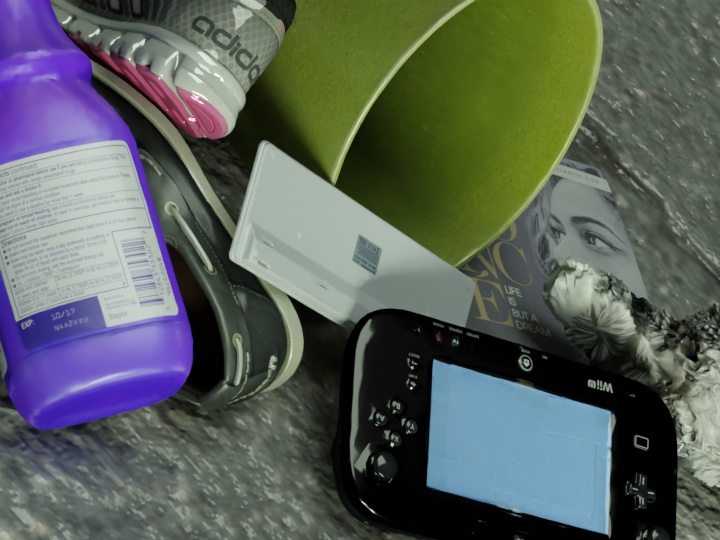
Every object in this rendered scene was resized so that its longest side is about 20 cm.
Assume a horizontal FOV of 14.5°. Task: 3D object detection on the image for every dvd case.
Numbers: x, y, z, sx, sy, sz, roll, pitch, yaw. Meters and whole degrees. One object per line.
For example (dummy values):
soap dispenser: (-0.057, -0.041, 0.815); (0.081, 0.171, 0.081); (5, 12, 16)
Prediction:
dvd case: (0.096, 0.004, 1.505); (0.148, 0.016, 0.201); (16, 41, -32)

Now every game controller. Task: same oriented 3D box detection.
game controller: (0.072, 0.086, 1.342); (0.199, 0.042, 0.105); (17, 74, -32)

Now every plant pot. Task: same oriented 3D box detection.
plant pot: (-0.013, -0.119, 1.417); (0.200, 0.188, 0.187); (40, 30, 30)

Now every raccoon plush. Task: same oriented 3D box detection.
raccoon plush: (0.196, 0.035, 1.484); (0.200, 0.097, 0.134); (46, 20, -6)

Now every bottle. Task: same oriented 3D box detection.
bottle: (-0.135, -0.035, 1.225); (0.083, 0.065, 0.201); (-14, 75, -18)

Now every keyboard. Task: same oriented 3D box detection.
keyboard: (0.000, 0.000, 1.328); (0.200, 0.011, 0.057); (33, 63, -54)

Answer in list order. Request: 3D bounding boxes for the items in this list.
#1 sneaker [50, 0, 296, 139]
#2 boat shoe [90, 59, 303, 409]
sneaker: (-0.094, -0.126, 1.337); (0.074, 0.088, 0.200); (49, -12, -34)
boat shoe: (-0.108, -0.022, 1.282); (0.200, 0.072, 0.068); (51, 34, 10)
